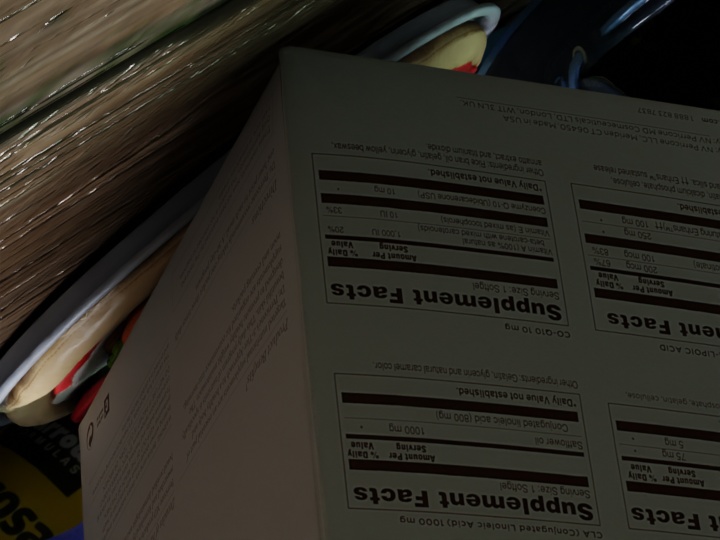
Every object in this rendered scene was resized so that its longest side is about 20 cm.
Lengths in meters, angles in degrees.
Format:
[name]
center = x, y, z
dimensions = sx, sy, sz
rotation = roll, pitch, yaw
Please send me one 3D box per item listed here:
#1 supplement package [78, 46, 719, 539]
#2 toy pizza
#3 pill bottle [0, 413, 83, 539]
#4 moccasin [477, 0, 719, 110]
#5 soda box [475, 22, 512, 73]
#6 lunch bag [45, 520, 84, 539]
[supplement package]
center = 0.023, 0.086, 0.765
dimensions = 0.146, 0.201, 0.192
rotation = 7, 145, -19
[toy pizza]
center = -0.030, -0.010, 0.897
dimensions = 0.200, 0.032, 0.200
rotation = -39, 176, -3
[pill bottle]
center = -0.103, 0.110, 0.966
dimensions = 0.200, 0.113, 0.112
rotation = -36, 175, -24
[moccasin]
center = 0.083, -0.059, 0.900
dimensions = 0.068, 0.080, 0.201
rotation = -104, -147, -48
[soda box]
center = 0.000, 0.000, 1.044
dimensions = 0.200, 0.064, 0.068
rotation = -41, 176, 28
[lunch bag]
center = -0.059, 0.157, 0.895
dimensions = 0.150, 0.201, 0.094
rotation = -16, -162, -32
